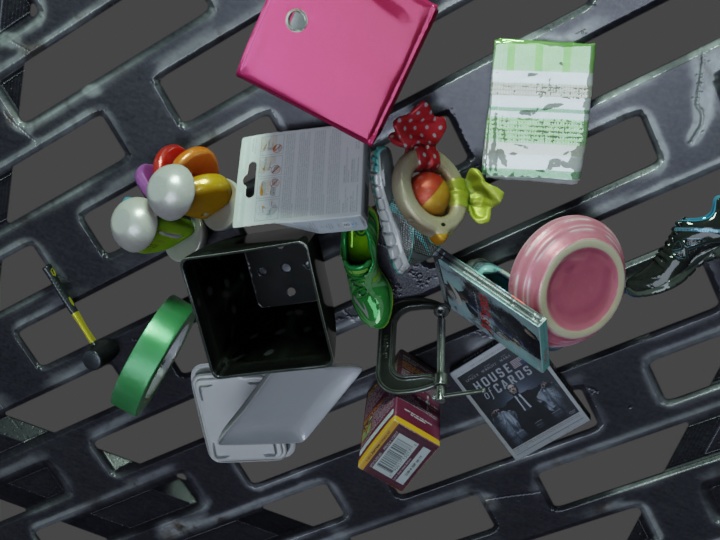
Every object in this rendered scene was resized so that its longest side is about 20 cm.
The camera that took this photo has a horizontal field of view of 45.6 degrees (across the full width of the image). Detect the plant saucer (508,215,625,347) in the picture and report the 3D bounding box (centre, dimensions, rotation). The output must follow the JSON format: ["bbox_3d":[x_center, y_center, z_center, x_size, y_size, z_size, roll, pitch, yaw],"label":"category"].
[{"bbox_3d":[0.315,0.022,1.267,0.198,0.051,0.203,-6,108,-20],"label":"plant saucer"}]

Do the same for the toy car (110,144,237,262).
[{"bbox_3d":[-0.293,-0.114,1.333,0.199,0.174,0.151,-36,68,22],"label":"toy car"}]

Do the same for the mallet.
[{"bbox_3d":[-0.496,0.083,1.486,0.041,0.066,0.201,-27,105,21],"label":"mallet"}]

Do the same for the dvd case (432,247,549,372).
[{"bbox_3d":[0.195,0.060,1.275,0.199,0.022,0.147,38,163,31],"label":"dvd case"}]

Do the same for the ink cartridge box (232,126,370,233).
[{"bbox_3d":[-0.085,-0.132,1.277,0.197,0.162,0.047,-5,154,14],"label":"ink cartridge box"}]

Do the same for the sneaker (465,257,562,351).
[{"bbox_3d":[0.239,0.061,1.316,0.199,0.086,0.078,37,86,-7],"label":"sneaker"}]

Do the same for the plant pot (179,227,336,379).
[{"bbox_3d":[-0.138,0.030,1.337,0.197,0.178,0.202,-8,110,13],"label":"plant pot"}]

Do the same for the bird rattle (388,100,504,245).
[{"bbox_3d":[0.107,-0.130,1.227,0.112,0.164,0.201,-16,121,44],"label":"bird rattle"}]

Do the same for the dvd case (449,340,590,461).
[{"bbox_3d":[0.263,0.204,1.417,0.150,0.025,0.201,-34,103,20],"label":"dvd case"}]

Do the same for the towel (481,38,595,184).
[{"bbox_3d":[0.257,-0.229,1.241,0.147,0.031,0.203,5,111,6],"label":"towel"}]

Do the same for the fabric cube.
[{"bbox_3d":[-0.024,-0.306,1.152,0.198,0.200,0.198,27,105,-2],"label":"fabric cube"}]

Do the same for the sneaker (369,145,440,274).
[{"bbox_3d":[0.069,-0.099,1.313,0.090,0.078,0.202,-16,113,-1],"label":"sneaker"}]

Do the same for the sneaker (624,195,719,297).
[{"bbox_3d":[0.471,-0.032,1.263,0.199,0.073,0.082,-34,92,13],"label":"sneaker"}]

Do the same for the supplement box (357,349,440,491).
[{"bbox_3d":[0.065,0.234,1.368,0.085,0.201,0.111,31,116,-10],"label":"supplement box"}]

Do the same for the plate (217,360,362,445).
[{"bbox_3d":[-0.120,0.216,1.433,0.200,0.199,0.032,-53,52,24],"label":"plate"}]

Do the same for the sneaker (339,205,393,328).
[{"bbox_3d":[0.000,0.000,1.343,0.073,0.084,0.203,-5,106,22],"label":"sneaker"}]

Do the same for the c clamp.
[{"bbox_3d":[0.104,0.121,1.333,0.169,0.202,0.027,-14,142,16],"label":"c clamp"}]

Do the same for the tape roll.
[{"bbox_3d":[-0.336,0.139,1.405,0.048,0.201,0.202,28,115,-3],"label":"tape roll"}]

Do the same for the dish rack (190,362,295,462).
[{"bbox_3d":[-0.213,0.259,1.519,0.169,0.044,0.202,-4,111,13],"label":"dish rack"}]
